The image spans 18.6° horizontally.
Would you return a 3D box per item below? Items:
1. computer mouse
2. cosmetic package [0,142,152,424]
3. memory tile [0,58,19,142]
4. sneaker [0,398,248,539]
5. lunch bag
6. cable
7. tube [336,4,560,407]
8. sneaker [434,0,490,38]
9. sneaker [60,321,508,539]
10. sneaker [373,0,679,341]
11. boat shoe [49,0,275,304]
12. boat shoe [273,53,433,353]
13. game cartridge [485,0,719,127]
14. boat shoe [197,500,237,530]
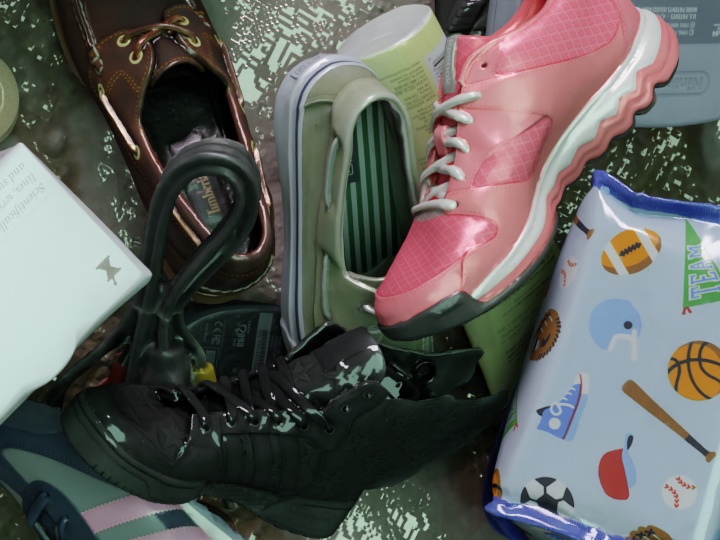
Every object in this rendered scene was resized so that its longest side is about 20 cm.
[{"bbox_3d":[-0.013,0.048,1.086,0.199,0.034,0.059,8,98,-24],"label":"computer mouse"},{"bbox_3d":[-0.172,0.013,0.946,0.113,0.200,0.081,-46,101,-14],"label":"cosmetic package"},{"bbox_3d":[-0.271,-0.093,1.016,0.199,0.017,0.154,-28,96,-16],"label":"memory tile"},{"bbox_3d":[-0.102,0.137,0.968,0.200,0.070,0.082,36,57,8],"label":"sneaker"},{"bbox_3d":[0.133,0.062,1.050,0.123,0.200,0.171,18,83,13],"label":"lunch bag"},{"bbox_3d":[-0.093,0.024,0.998,0.097,0.050,0.201,11,117,5],"label":"cable"},{"bbox_3d":[0.052,-0.031,1.072,0.058,0.052,0.201,-22,114,15],"label":"tube"},{"bbox_3d":[0.069,-0.156,1.094,0.076,0.091,0.201,0,110,-12],"label":"sneaker"},{"bbox_3d":[-0.030,0.059,0.971,0.199,0.060,0.104,23,114,-44],"label":"sneaker"},{"bbox_3d":[0.055,-0.059,0.979,0.087,0.074,0.200,44,70,-19],"label":"sneaker"},{"bbox_3d":[-0.088,-0.085,1.030,0.070,0.070,0.201,-23,82,-17],"label":"boat shoe"},{"bbox_3d":[0.000,0.000,1.020,0.072,0.062,0.201,-19,117,-18],"label":"boat shoe"},{"bbox_3d":[0.146,-0.137,1.069,0.199,0.040,0.134,-4,105,-33],"label":"game cartridge"},{"bbox_3d":[-0.133,0.191,1.029,0.202,0.075,0.075,-40,141,-26],"label":"boat shoe"}]
